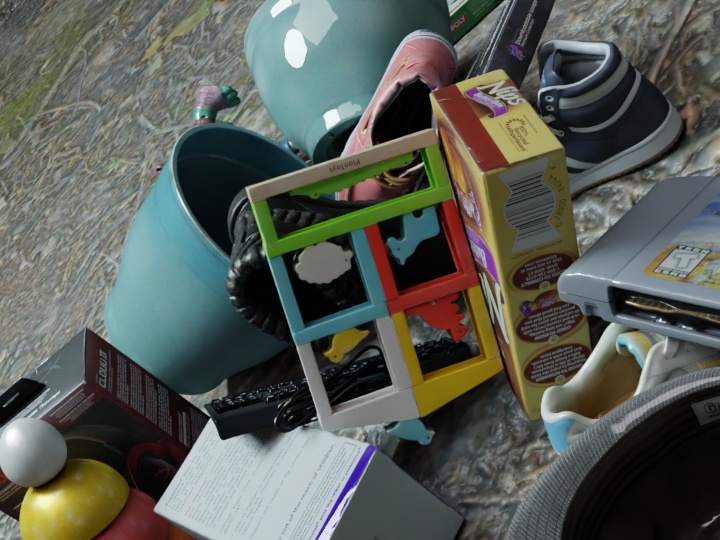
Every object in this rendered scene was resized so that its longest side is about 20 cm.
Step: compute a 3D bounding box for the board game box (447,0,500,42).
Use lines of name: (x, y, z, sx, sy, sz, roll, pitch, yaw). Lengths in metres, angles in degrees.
board game box: (0.121, -0.317, 1.210, 0.200, 0.029, 0.135, -41, 34, 11)

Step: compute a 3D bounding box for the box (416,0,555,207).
box: (0.098, -0.135, 0.942, 0.200, 0.036, 0.143, 115, 178, -63)

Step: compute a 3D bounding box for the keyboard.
keyboard: (-0.013, 0.072, 0.829, 0.199, 0.040, 0.104, -15, 13, -14)

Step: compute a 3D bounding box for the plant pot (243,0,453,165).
plant pot: (0.001, -0.167, 1.065, 0.200, 0.200, 0.135, -28, 61, 28)

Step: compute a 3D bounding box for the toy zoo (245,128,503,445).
toy zoo: (0.015, 0.021, 0.760, 0.131, 0.201, 0.020, -19, 10, -7)

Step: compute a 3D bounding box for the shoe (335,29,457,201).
shoe: (0.022, -0.097, 0.950, 0.091, 0.071, 0.200, -72, 5, -56)

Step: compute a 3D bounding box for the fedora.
fedora: (0.183, 0.143, 0.587, 0.200, 0.090, 0.177, -42, 34, -11)

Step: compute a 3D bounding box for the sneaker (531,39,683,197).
sneaker: (0.136, -0.103, 0.889, 0.200, 0.108, 0.070, -28, 37, 28)

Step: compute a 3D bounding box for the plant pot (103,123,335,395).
plant pot: (-0.128, 0.005, 1.025, 0.188, 0.200, 0.200, -46, 29, 32)

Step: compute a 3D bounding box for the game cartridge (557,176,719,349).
game cartridge: (0.229, -0.005, 0.648, 0.200, 0.042, 0.133, 14, 46, 44)

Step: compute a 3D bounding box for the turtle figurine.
turtle figurine: (-0.170, -0.087, 1.192, 0.150, 0.100, 0.201, -33, 43, 53)

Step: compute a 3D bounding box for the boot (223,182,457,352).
boot: (-0.001, 0.002, 0.852, 0.158, 0.210, 0.080, -116, 35, -67)

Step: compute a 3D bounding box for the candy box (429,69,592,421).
candy box: (0.102, -0.014, 0.751, 0.056, 0.201, 0.117, -19, 35, -2)

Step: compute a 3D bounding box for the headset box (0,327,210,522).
headset box: (-0.222, 0.152, 0.955, 0.148, 0.200, 0.075, -38, 33, 14)

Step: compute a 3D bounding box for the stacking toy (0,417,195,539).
stacking toy: (-0.208, 0.193, 0.874, 0.146, 0.200, 0.146, -23, 20, 9)

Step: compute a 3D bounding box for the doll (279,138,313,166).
doll: (-0.088, -0.090, 1.195, 0.200, 0.048, 0.137, 15, 77, 62)

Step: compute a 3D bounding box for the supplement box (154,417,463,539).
supplement box: (-0.042, 0.173, 0.812, 0.200, 0.101, 0.104, 5, 59, 51)

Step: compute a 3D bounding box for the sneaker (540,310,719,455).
sneaker: (0.198, 0.051, 0.676, 0.200, 0.081, 0.077, -40, 32, 1)
